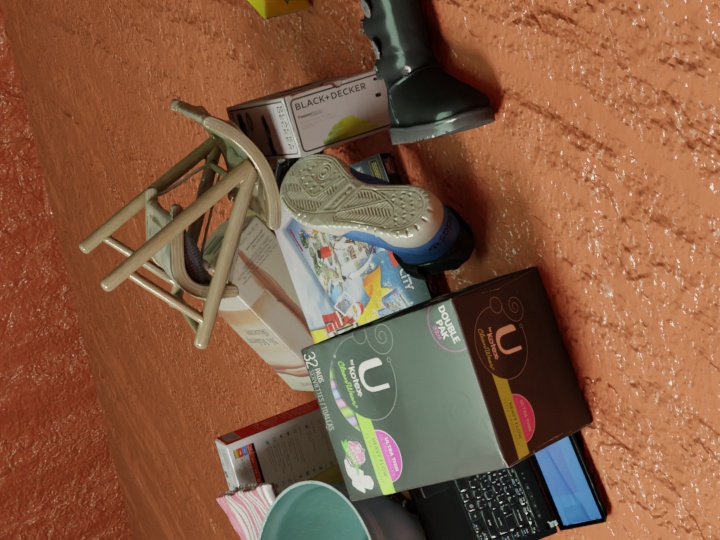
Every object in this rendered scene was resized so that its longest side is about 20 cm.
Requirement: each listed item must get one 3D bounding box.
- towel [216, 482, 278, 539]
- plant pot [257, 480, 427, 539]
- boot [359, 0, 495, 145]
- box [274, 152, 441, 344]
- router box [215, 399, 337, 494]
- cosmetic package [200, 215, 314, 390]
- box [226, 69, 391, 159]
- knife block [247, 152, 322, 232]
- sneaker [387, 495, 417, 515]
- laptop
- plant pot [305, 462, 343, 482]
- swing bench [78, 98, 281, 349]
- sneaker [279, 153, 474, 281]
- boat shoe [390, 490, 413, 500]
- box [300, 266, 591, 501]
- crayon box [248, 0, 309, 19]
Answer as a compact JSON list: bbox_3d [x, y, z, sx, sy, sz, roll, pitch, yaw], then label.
[{"bbox_3d":[-0.107,0.312,1.602,0.148,0.030,0.200,69,160,3],"label":"towel"},{"bbox_3d":[0.004,0.307,1.428,0.199,0.133,0.203,-2,87,49],"label":"plant pot"},{"bbox_3d":[0.044,-0.214,1.230,0.165,0.065,0.202,2,105,67],"label":"boot"},{"bbox_3d":[0.000,0.000,1.435,0.038,0.136,0.202,-13,-97,-69],"label":"box"},{"bbox_3d":[-0.068,0.277,1.790,0.049,0.178,0.202,8,115,67],"label":"router box"},{"bbox_3d":[-0.098,0.040,1.637,0.200,0.087,0.103,46,157,-17],"label":"cosmetic package"},{"bbox_3d":[-0.051,-0.156,1.444,0.200,0.116,0.061,6,114,68],"label":"box"},{"bbox_3d":[-0.096,-0.109,1.684,0.200,0.063,0.177,19,125,66],"label":"knife block"},{"bbox_3d":[0.061,0.292,1.533,0.077,0.086,0.202,20,99,39],"label":"sneaker"},{"bbox_3d":[0.115,0.175,1.317,0.179,0.199,0.103,68,-161,9],"label":"laptop"},{"bbox_3d":[-0.014,0.306,1.665,0.201,0.183,0.202,51,152,42],"label":"plant pot"},{"bbox_3d":[-0.171,-0.056,1.446,0.129,0.201,0.199,33,-179,-20],"label":"swing bench"},{"bbox_3d":[0.019,-0.047,1.339,0.199,0.077,0.111,15,165,41],"label":"sneaker"},{"bbox_3d":[0.031,0.167,1.487,0.072,0.066,0.202,49,-157,-33],"label":"boat shoe"},{"bbox_3d":[0.071,0.101,1.244,0.199,0.124,0.150,-20,88,45],"label":"box"},{"bbox_3d":[-0.123,-0.389,1.510,0.200,0.058,0.174,51,154,44],"label":"crayon box"}]
